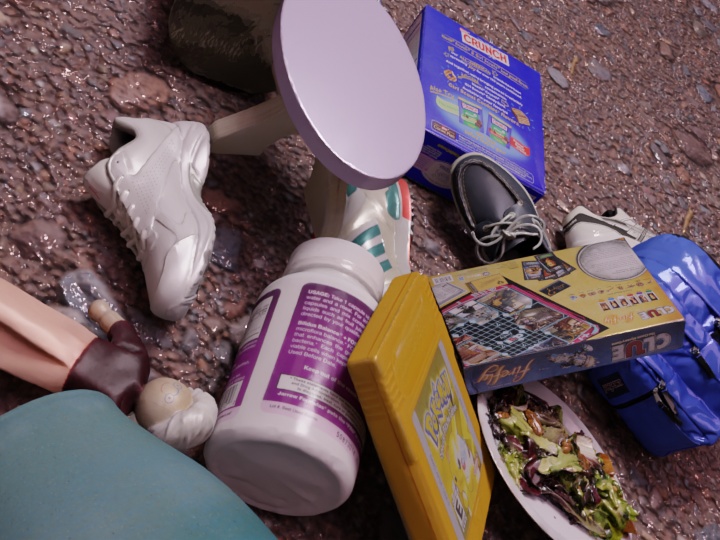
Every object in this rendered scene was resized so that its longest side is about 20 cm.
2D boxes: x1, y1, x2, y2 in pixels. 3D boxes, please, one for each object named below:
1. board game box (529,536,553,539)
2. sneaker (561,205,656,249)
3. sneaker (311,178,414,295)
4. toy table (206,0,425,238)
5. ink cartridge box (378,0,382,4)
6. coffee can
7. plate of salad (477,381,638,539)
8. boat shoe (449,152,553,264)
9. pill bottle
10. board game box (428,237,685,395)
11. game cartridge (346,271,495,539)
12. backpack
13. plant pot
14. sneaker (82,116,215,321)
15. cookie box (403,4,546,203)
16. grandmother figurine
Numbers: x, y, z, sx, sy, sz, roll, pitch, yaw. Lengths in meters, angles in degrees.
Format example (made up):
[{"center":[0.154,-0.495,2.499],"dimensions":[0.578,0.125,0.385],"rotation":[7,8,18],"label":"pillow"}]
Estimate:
[{"center":[0.121,0.258,0.752],"dimensions":[0.199,0.033,0.120],"rotation":[4,15,-35],"label":"board game box"},{"center":[0.317,-0.033,1.135],"dimensions":[0.199,0.076,0.088],"rotation":[8,53,-36],"label":"sneaker"},{"center":[0.000,-0.001,0.882],"dimensions":[0.093,0.070,0.201],"rotation":[6,58,-9],"label":"sneaker"},{"center":[-0.028,-0.137,0.835],"dimensions":[0.183,0.117,0.201],"rotation":[10,59,-25],"label":"toy table"},{"center":[-0.001,-0.282,1.003],"dimensions":[0.050,0.109,0.201],"rotation":[-4,78,3],"label":"ink cartridge box"},{"center":[-0.105,-0.295,0.946],"dimensions":[0.146,0.146,0.201],"rotation":[19,49,-26],"label":"coffee can"},{"center":[0.182,0.167,0.875],"dimensions":[0.200,0.048,0.201],"rotation":[34,32,-24],"label":"plate of salad"},{"center":[0.153,-0.027,0.980],"dimensions":[0.201,0.075,0.062],"rotation":[62,10,-8],"label":"boat shoe"},{"center":[-0.039,0.073,0.746],"dimensions":[0.112,0.112,0.201],"rotation":[31,47,-16],"label":"pill bottle"},{"center":[0.172,0.038,0.890],"dimensions":[0.199,0.035,0.136],"rotation":[-11,36,-5],"label":"board game box"},{"center":[0.054,0.117,0.749],"dimensions":[0.176,0.032,0.201],"rotation":[-57,132,-64],"label":"game cartridge"},{"center":[0.317,0.073,0.993],"dimensions":[0.167,0.163,0.200],"rotation":[-33,84,-27],"label":"backpack"},{"center":[-0.144,0.176,0.542],"dimensions":[0.199,0.201,0.188],"rotation":[-19,57,-44],"label":"plant pot"},{"center":[-0.171,-0.044,0.772],"dimensions":[0.099,0.078,0.201],"rotation":[10,44,-24],"label":"sneaker"},{"center":[0.118,-0.171,1.080],"dimensions":[0.170,0.075,0.201],"rotation":[25,48,-20],"label":"cookie box"},{"center":[-0.190,0.065,0.659],"dimensions":[0.199,0.061,0.122],"rotation":[28,54,-4],"label":"grandmother figurine"}]
